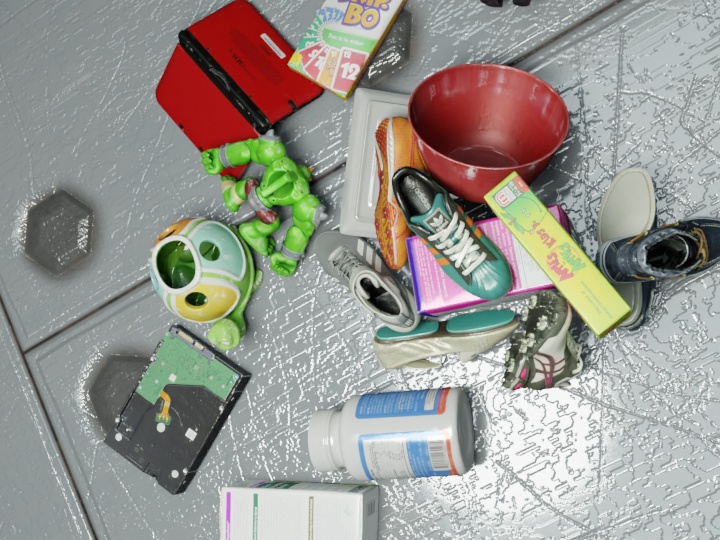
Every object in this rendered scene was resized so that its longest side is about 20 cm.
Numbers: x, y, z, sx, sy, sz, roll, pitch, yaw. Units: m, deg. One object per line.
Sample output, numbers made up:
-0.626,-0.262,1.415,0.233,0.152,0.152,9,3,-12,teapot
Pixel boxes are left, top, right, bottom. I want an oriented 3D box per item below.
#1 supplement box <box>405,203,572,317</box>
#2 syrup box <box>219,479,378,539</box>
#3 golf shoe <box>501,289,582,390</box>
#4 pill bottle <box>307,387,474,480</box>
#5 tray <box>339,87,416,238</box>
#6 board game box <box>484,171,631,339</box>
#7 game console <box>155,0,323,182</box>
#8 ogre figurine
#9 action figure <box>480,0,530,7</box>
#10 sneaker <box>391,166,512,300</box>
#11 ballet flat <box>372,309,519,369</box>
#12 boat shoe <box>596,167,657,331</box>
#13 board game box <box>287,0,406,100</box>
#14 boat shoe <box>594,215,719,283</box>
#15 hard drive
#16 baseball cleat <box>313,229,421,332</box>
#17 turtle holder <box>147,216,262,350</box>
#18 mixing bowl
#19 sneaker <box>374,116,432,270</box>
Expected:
0.171,-0.009,1.278,0.199,0.101,0.104,-11,82,16,supplement box
-0.081,0.326,1.341,0.199,0.079,0.082,0,86,18,syrup box
0.232,0.086,1.213,0.088,0.200,0.077,10,62,0,golf shoe
0.039,0.212,1.296,0.199,0.112,0.113,-6,84,17,pill bottle
0.035,-0.143,1.353,0.107,0.022,0.201,7,87,-7,tray
0.227,-0.015,1.154,0.048,0.102,0.200,-39,76,7,board game box
-0.177,-0.259,1.453,0.172,0.119,0.200,-36,74,-20,game console
-0.122,-0.100,1.375,0.120,0.098,0.200,-32,71,28,ogre figurine
0.206,-0.442,1.297,0.130,0.069,0.201,7,83,27,action figure
0.102,-0.044,1.207,0.071,0.080,0.200,-43,74,9,sneaker
0.115,0.094,1.318,0.199,0.067,0.063,-8,111,20,ballet flat
0.338,-0.025,1.245,0.075,0.062,0.201,-5,75,35,boat shoe
-0.009,-0.345,1.390,0.095,0.030,0.200,31,88,8,board game box
0.379,-0.022,1.170,0.200,0.091,0.071,-13,92,-24,boat shoe
-0.261,0.196,1.431,0.140,0.038,0.200,31,96,17,hard drive
0.000,0.000,1.314,0.200,0.106,0.070,39,91,28,baseball cleat
-0.223,0.017,1.384,0.141,0.132,0.186,-2,85,17,turtle holder
0.155,-0.159,1.271,0.199,0.109,0.201,1,49,-1,mixing bowl
0.060,-0.100,1.310,0.077,0.073,0.201,3,91,-17,sneaker
